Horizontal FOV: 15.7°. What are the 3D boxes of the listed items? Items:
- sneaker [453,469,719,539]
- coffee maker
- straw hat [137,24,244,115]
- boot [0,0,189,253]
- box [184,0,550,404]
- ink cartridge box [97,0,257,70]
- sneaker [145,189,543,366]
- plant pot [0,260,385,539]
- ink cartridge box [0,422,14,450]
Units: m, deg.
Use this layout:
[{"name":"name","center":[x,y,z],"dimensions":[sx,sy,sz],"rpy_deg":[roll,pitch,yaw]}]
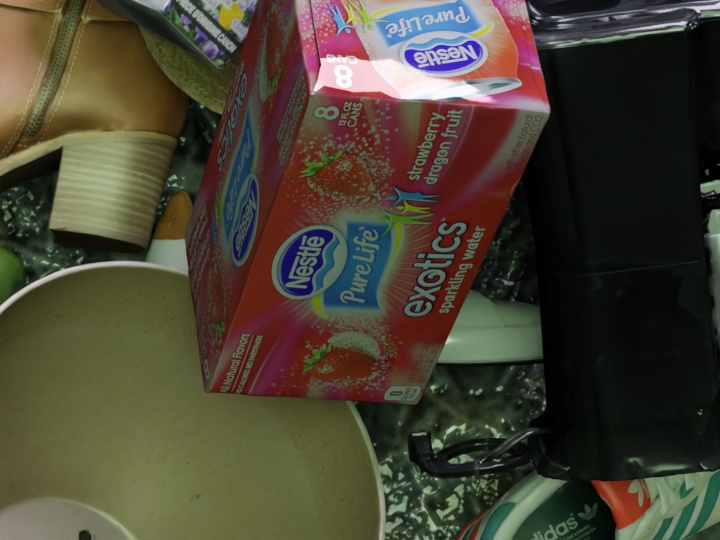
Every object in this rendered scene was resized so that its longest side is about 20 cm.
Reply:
[{"name":"sneaker","center":[0.133,0.097,1.190],"dimensions":[0.199,0.093,0.070],"rpy_deg":[-31,87,-6]},{"name":"coffee maker","center":[0.110,-0.020,1.105],"dimensions":[0.192,0.135,0.201],"rpy_deg":[-16,107,-18]},{"name":"straw hat","center":[-0.004,-0.143,1.203],"dimensions":[0.200,0.085,0.202],"rpy_deg":[-7,69,17]},{"name":"boot","center":[-0.178,-0.098,1.204],"dimensions":[0.199,0.074,0.155],"rpy_deg":[10,79,-14]},{"name":"box","center":[-0.003,-0.039,1.073],"dimensions":[0.099,0.200,0.096],"rpy_deg":[4,51,-16]},{"name":"ink cartridge box","center":[-0.042,-0.193,1.142],"dimensions":[0.200,0.109,0.050],"rpy_deg":[-53,132,-5]},{"name":"sneaker","center":[0.000,0.000,1.202],"dimensions":[0.199,0.073,0.085],"rpy_deg":[7,86,-1]},{"name":"plant pot","center":[-0.108,0.116,1.139],"dimensions":[0.200,0.134,0.201],"rpy_deg":[16,52,-22]},{"name":"ink cartridge box","center":[-0.295,0.074,1.193],"dimensions":[0.200,0.043,0.196],"rpy_deg":[-44,89,-4]}]
